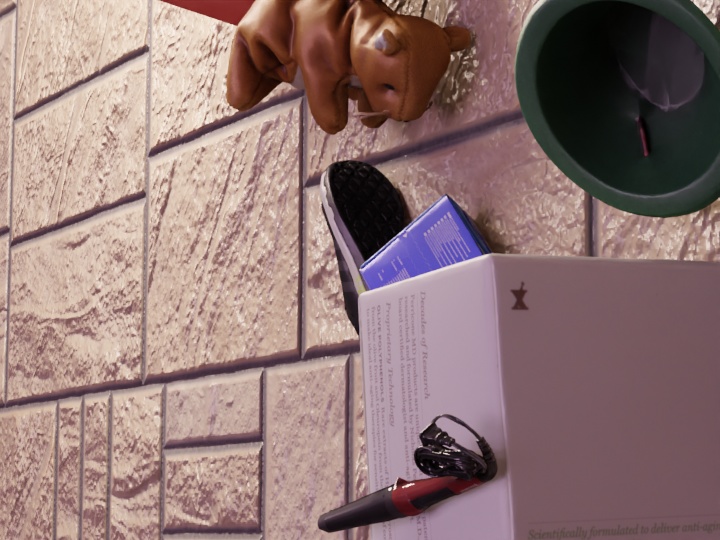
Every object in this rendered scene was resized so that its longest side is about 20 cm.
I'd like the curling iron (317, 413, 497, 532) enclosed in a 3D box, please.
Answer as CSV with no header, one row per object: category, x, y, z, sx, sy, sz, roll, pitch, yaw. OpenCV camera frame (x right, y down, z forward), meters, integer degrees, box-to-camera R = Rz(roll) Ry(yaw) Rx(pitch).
curling iron,0.025,0.133,1.239,0.050,0.026,0.200,49,147,-3

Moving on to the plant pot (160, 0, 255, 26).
plant pot,-0.151,-0.332,1.871,0.200,0.176,0.203,-14,73,58

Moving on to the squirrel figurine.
squirrel figurine,0.001,-0.211,1.632,0.186,0.140,0.202,18,104,53

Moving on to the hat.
hat,0.210,-0.156,1.366,0.200,0.176,0.166,44,131,7

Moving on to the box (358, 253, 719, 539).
box,0.125,0.100,1.296,0.171,0.197,0.202,-19,71,58

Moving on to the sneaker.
sneaker,0.000,0.000,1.661,0.083,0.071,0.201,-55,41,43

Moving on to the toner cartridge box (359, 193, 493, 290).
toner cartridge box,0.078,0.041,1.506,0.095,0.043,0.201,-39,45,11
